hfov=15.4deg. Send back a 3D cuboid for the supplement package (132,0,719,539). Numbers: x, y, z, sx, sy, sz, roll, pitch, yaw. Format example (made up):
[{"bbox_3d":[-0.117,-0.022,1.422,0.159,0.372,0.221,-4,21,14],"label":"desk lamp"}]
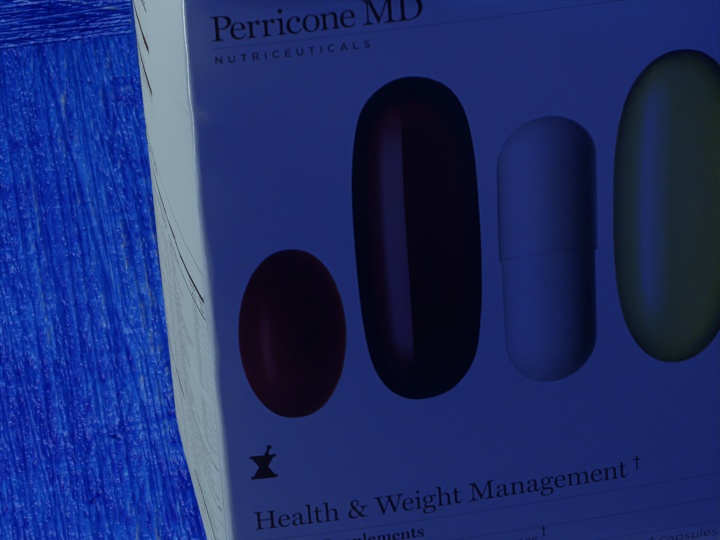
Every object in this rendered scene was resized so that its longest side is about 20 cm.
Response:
[{"bbox_3d":[0.034,-0.025,0.824,0.147,0.190,0.201,-115,19,-63],"label":"supplement package"}]
